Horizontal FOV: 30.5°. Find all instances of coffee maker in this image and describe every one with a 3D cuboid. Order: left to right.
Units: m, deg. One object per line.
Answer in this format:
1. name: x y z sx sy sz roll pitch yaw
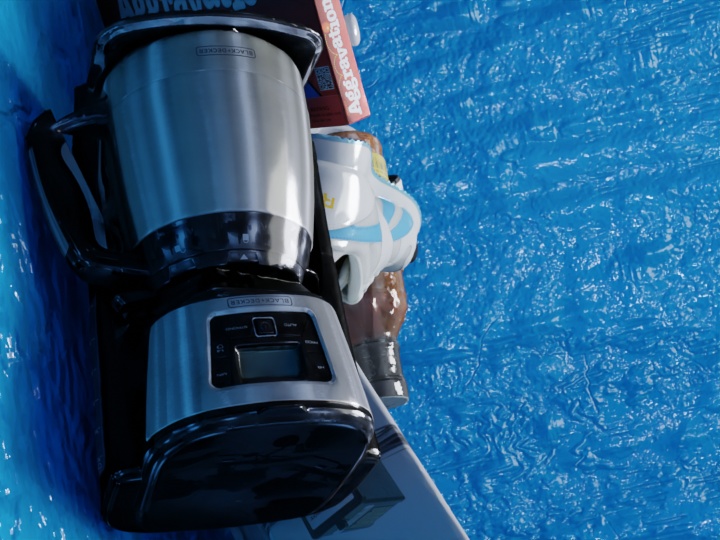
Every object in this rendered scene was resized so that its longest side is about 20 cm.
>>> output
1. coffee maker: -0.062 0.014 0.613 0.192 0.133 0.202 74 6 -66

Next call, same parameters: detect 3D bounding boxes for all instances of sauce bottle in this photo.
1. sauce bottle: 0.000 0.000 0.962 0.066 0.065 0.202 71 10 -69

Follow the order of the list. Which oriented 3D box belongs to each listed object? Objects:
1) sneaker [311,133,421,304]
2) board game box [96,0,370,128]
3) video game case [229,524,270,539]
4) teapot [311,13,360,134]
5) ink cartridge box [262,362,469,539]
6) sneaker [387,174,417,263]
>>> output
1. sneaker: -0.015 -0.021 0.785 0.200 0.076 0.082 35 64 -71
2. board game box: -0.077 -0.124 0.710 0.199 0.019 0.104 2 -68 51
3. video game case: -0.037 0.193 0.785 0.182 0.023 0.201 56 -6 36
4. teapot: -0.071 -0.175 1.077 0.201 0.144 0.199 76 4 -55
5. ink cartridge box: -0.003 0.129 0.692 0.201 0.084 0.146 55 -7 37
6. sneaker: -0.019 0.000 1.103 0.075 0.199 0.088 -3 -64 49
